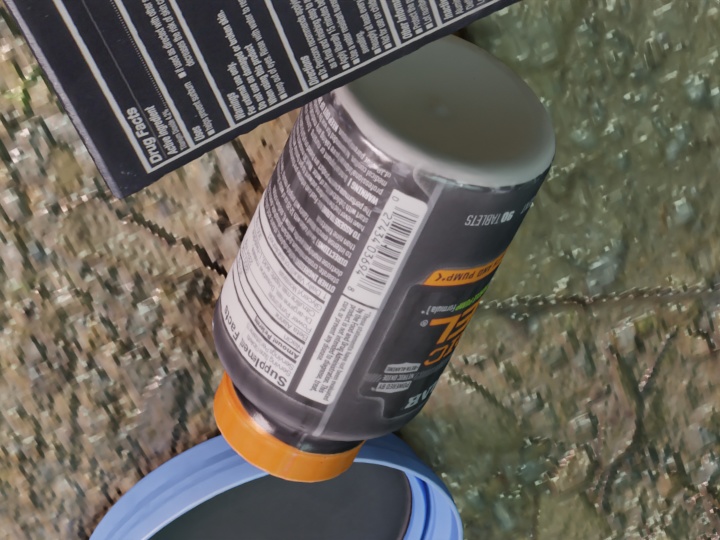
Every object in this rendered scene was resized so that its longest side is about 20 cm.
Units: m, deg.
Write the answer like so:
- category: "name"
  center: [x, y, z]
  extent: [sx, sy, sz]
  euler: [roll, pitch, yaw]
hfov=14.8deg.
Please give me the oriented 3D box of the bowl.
- category: "bowl"
  center: [-0.047, 0.149, 1.382]
  extent: [0.200, 0.039, 0.201]
  euler: [-15, 139, -13]

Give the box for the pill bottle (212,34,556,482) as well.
- category: "pill bottle"
  center: [0.000, 0.000, 1.198]
  extent: [0.106, 0.106, 0.200]
  euler: [2, 133, -29]

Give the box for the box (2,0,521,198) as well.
- category: "box"
  center: [-0.046, -0.159, 0.977]
  extent: [0.198, 0.124, 0.200]
  euler: [-27, 148, -2]
